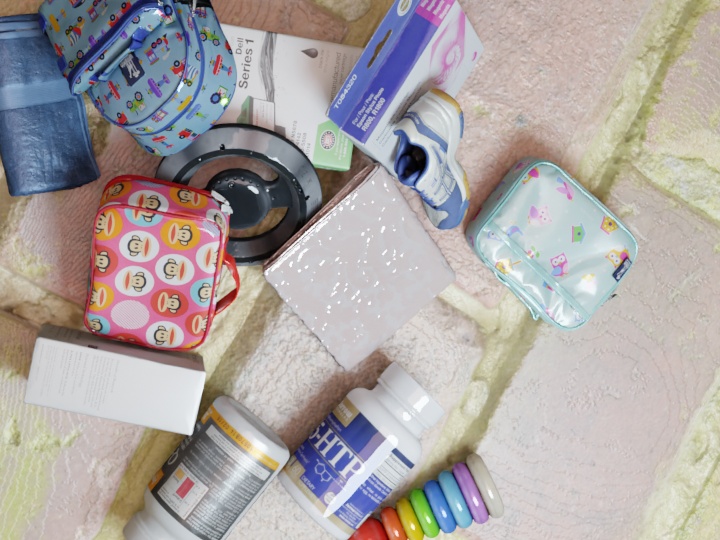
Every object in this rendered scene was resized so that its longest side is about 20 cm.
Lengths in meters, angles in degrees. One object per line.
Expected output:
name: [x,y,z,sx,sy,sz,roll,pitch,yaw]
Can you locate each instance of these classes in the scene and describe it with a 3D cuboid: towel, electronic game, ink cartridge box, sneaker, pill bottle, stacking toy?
towel: [-0.365,-0.188,1.379,0.111,0.048,0.203,-15,101,-42]
electronic game: [-0.143,-0.084,1.412,0.197,0.042,0.202,-1,130,-1]
ink cartridge box: [-0.105,-0.203,1.426,0.197,0.084,0.148,7,94,-11]
sneaker: [0.074,-0.117,1.433,0.088,0.075,0.202,-39,140,-25]
pill bottle: [0.005,0.214,1.472,0.120,0.120,0.200,43,87,-11]
stacking toy: [0.077,0.309,1.519,0.198,0.085,0.086,-26,100,-2]
pill bottle: [-0.185,0.260,1.444,0.116,0.116,0.201,40,88,-11]
ink cartridge box: [0.058,-0.220,1.405,0.043,0.200,0.198,32,90,23]
towel: [0.000,0.000,1.459,0.191,0.032,0.201,-41,126,-4]

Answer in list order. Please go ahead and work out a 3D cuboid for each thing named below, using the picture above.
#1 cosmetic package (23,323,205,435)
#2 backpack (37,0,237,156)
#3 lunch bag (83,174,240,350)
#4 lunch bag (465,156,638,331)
cosmetic package: [-0.284,0.126,1.417,0.197,0.113,0.082,11,94,-12]
backpack: [-0.236,-0.235,1.321,0.182,0.134,0.202,-33,72,24]
lunch bag: [-0.223,-0.003,1.392,0.174,0.082,0.202,11,125,-10]
lunch bag: [0.238,-0.028,1.509,0.200,0.077,0.161,41,88,-11]
